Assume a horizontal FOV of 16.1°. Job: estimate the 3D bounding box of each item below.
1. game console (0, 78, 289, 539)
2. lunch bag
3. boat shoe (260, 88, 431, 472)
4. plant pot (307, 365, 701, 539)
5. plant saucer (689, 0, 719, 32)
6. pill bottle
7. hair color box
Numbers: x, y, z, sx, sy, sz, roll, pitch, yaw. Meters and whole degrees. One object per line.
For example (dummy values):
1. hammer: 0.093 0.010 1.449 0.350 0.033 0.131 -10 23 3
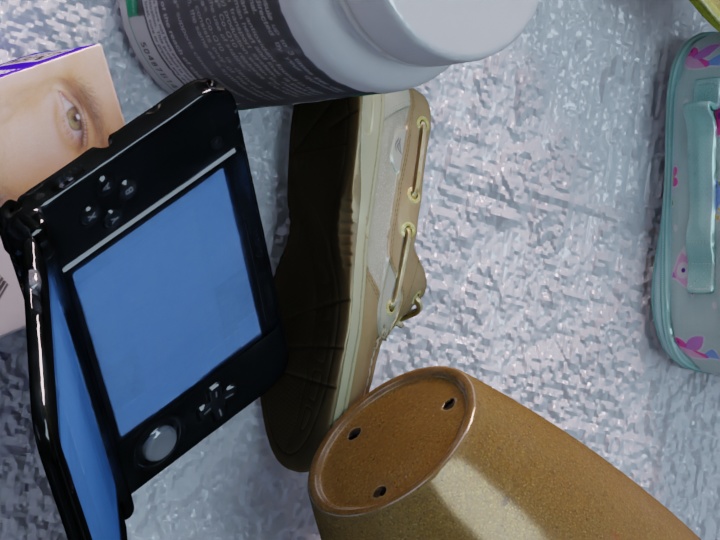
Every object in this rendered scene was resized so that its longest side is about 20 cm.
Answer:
1. game console: -0.081 0.052 1.092 0.176 0.116 0.201 -36 143 -22
2. lunch bag: 0.235 -0.039 1.401 0.160 0.077 0.201 5 86 -34
3. boat shoe: 0.000 0.000 1.232 0.066 0.074 0.201 10 88 -38
4. plant pot: 0.067 0.145 1.200 0.187 0.186 0.200 -51 120 -25
5. plant saucer: 0.182 -0.251 1.370 0.200 0.048 0.200 47 64 -15
6. pill bottle: -0.015 -0.134 1.146 0.113 0.200 0.114 0 89 -35
7. hair color box: -0.191 -0.018 1.102 0.199 0.065 0.110 -24 103 -35
